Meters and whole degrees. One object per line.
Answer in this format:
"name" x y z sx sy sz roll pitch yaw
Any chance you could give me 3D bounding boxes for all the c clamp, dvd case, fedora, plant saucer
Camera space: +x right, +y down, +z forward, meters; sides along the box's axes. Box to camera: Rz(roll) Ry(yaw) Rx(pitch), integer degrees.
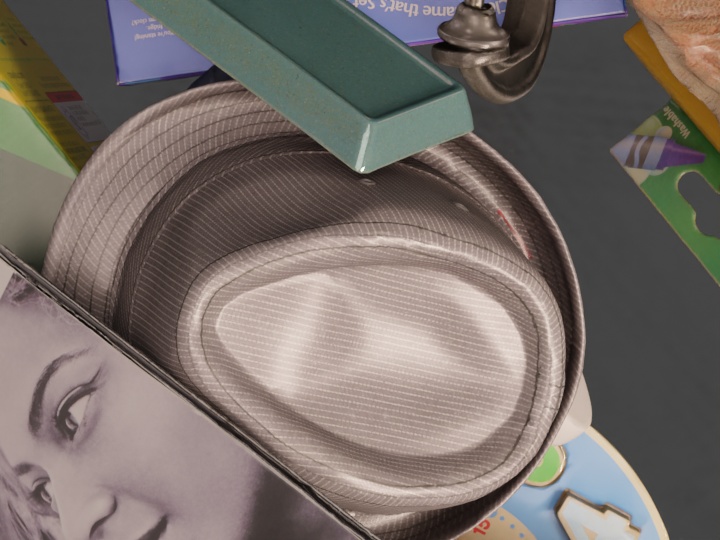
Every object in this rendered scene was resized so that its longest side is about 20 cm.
"c clamp" 0.043 -0.148 0.953 0.027 0.171 0.200 2 111 16
"dvd case" -0.088 0.105 0.921 0.200 0.016 0.149 36 109 24
"fedora" -0.009 0.024 0.955 0.200 0.090 0.177 20 92 -15
"plant saucer" -0.050 -0.103 0.984 0.200 0.070 0.019 37 125 23

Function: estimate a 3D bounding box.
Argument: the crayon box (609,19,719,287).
"crayon box" 0.189 -0.084 1.022 0.200 0.052 0.126 -40 48 6

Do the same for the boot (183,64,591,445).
"boot" 0.000 0.000 1.057 0.090 0.073 0.200 -33 100 22

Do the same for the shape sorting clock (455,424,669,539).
"shape sorting clock" 0.028 0.138 1.092 0.200 0.039 0.200 0 95 4

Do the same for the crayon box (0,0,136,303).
"crayon box" -0.153 -0.074 1.044 0.051 0.127 0.200 -39 90 6

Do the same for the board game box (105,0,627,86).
"board game box" -0.004 -0.151 1.067 0.200 0.045 0.135 -7 94 5

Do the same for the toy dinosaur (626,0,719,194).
"toy dinosaur" 0.133 -0.129 0.951 0.135 0.086 0.200 13 121 13
